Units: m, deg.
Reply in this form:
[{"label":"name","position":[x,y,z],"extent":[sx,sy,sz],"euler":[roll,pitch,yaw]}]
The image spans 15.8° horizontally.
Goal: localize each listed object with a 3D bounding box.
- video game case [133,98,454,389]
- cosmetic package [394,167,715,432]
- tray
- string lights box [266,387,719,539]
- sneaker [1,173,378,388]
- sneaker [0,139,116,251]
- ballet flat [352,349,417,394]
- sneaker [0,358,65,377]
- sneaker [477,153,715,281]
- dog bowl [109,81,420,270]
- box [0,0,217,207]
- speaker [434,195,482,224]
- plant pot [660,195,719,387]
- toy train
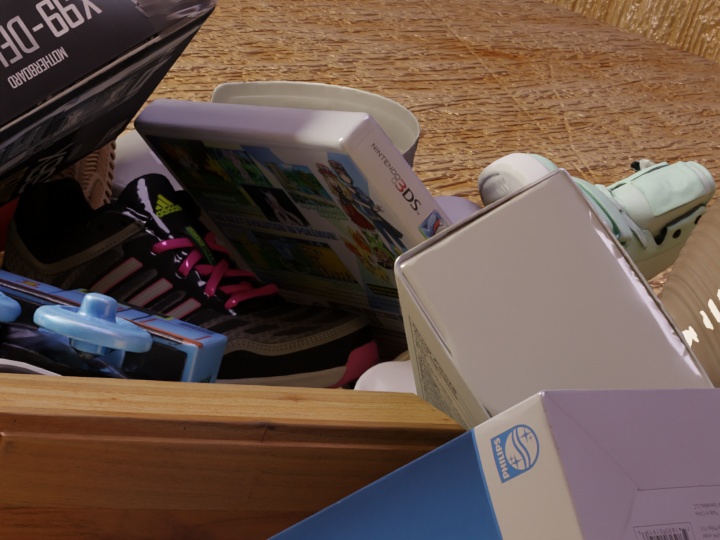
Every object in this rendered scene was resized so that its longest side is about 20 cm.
[{"label":"video game case","position":[0.000,0.000,1.142],"extent":[0.183,0.022,0.200],"euler":[52,-19,-24]},{"label":"cosmetic package","position":[0.072,0.054,0.947],"extent":[0.105,0.071,0.200],"euler":[58,-7,19]},{"label":"tray","position":[-0.060,0.089,0.858],"extent":[0.199,0.099,0.037],"euler":[5,18,-42]},{"label":"string lights box","position":[0.022,0.098,0.748],"extent":[0.102,0.059,0.200],"euler":[3,-26,-46]},{"label":"sneaker","position":[-0.082,0.004,1.147],"extent":[0.199,0.088,0.074],"euler":[11,14,30]},{"label":"sneaker","position":[-0.176,-0.082,1.306],"extent":[0.112,0.071,0.201],"euler":[-16,39,21]},{"label":"ballet flat","position":[0.012,0.069,1.081],"extent":[0.068,0.076,0.200],"euler":[30,15,13]},{"label":"sneaker","position":[-0.090,0.080,0.929],"extent":[0.199,0.073,0.084],"euler":[26,-30,-37]},{"label":"sneaker","position":[0.135,-0.041,1.435],"extent":[0.074,0.118,0.201],"euler":[55,-2,21]},{"label":"dog bowl","position":[-0.066,-0.043,1.361],"extent":[0.199,0.059,0.200],"euler":[-3,21,1]},{"label":"box","position":[-0.157,-0.066,1.107],"extent":[0.157,0.050,0.200],"euler":[-33,-2,-22]},{"label":"speaker","position":[0.079,0.029,1.324],"extent":[0.081,0.082,0.200],"euler":[10,14,-27]},{"label":"plant pot","position":[0.201,0.047,1.267],"extent":[0.092,0.202,0.201],"euler":[-20,20,-6]},{"label":"toy train","position":[-0.152,0.036,1.014],"extent":[0.199,0.087,0.114],"euler":[16,4,9]}]
